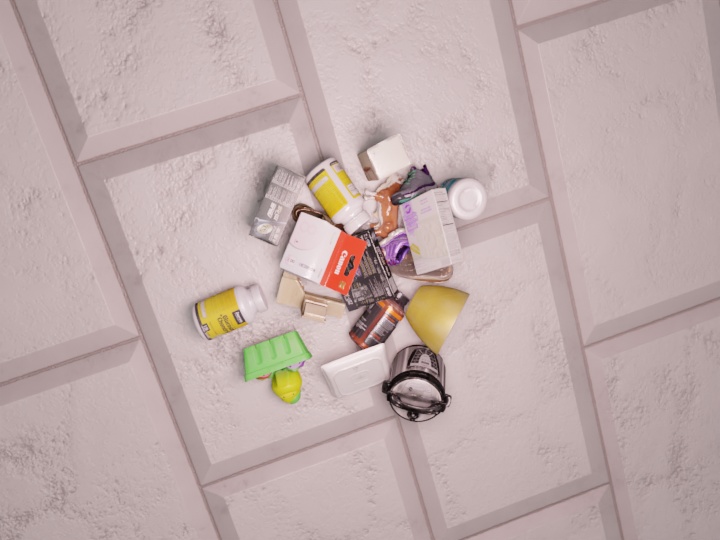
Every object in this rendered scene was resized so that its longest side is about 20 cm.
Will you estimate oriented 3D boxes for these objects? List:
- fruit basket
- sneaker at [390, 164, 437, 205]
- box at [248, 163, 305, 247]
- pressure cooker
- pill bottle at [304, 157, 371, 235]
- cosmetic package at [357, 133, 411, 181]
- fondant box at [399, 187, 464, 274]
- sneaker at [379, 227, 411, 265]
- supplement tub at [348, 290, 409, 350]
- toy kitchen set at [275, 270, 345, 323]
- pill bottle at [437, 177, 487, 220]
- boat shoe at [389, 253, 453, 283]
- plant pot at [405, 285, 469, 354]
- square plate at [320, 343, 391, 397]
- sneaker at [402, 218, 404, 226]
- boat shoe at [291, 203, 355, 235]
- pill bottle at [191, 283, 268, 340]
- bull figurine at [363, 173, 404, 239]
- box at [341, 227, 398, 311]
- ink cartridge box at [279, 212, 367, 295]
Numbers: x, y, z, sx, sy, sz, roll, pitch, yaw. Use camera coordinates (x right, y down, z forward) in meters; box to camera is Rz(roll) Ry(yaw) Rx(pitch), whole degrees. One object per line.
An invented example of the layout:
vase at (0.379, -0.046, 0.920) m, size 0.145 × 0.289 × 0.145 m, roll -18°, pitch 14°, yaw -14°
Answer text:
fruit basket at (-0.231, 0.299, 1.541) m, size 0.210 × 0.156 × 0.222 m, roll 0°, pitch 83°, yaw -2°
sneaker at (0.140, -0.246, 1.497) m, size 0.198 × 0.074 × 0.089 m, roll -25°, pitch 93°, yaw -47°
box at (-0.227, -0.181, 1.443) m, size 0.085 × 0.164 × 0.204 m, roll 23°, pitch 97°, yaw -11°
pressure cooker at (0.169, 0.342, 1.545) m, size 0.174 × 0.201 × 0.180 m, roll -29°, pitch 109°, yaw 24°
pill bottle at (-0.059, -0.203, 1.471) m, size 0.110 × 0.111 × 0.202 m, roll -36°, pitch 90°, yaw 0°
cosmetic package at (0.061, -0.305, 1.441) m, size 0.102 × 0.200 × 0.089 m, roll -26°, pitch 101°, yaw -2°
fondant box at (0.192, -0.104, 1.431) m, size 0.057 × 0.143 × 0.205 m, roll -11°, pitch 85°, yaw -36°
sneaker at (0.074, -0.039, 1.522) m, size 0.199 × 0.084 × 0.080 m, roll -39°, pitch 147°, yaw 20°
supplement tub at (0.061, 0.144, 1.564) m, size 0.106 × 0.107 × 0.201 m, roll 37°, pitch 92°, yaw -12°
toy kitchen set at (-0.126, 0.035, 1.493) m, size 0.195 × 0.163 × 0.185 m, roll 15°, pitch 97°, yaw -10°
pill bottle at (0.276, -0.205, 1.488) m, size 0.108 × 0.200 × 0.114 m, roll -1°, pitch 99°, yaw -8°
boat shoe at (0.177, 0.003, 1.554) m, size 0.195 × 0.072 × 0.077 m, roll 11°, pitch 71°, yaw 20°
plant pot at (0.216, 0.124, 1.556) m, size 0.140 × 0.200 × 0.203 m, roll 30°, pitch 95°, yaw 12°
square plate at (-0.006, 0.308, 1.564) m, size 0.196 × 0.029 × 0.200 m, roll -20°, pitch 141°, yaw -4°
sneaker at (0.209, -0.111, 1.561) m, size 0.200 × 0.080 × 0.089 m, roll 42°, pitch 87°, yaw -18°
boat shoe at (-0.108, -0.128, 1.514) m, size 0.196 × 0.072 × 0.077 m, roll 20°, pitch 97°, yaw -10°
pill bottle at (-0.369, 0.112, 1.499) m, size 0.196 × 0.112 × 0.114 m, roll -23°, pitch 102°, yaw -3°
bull figurine at (0.067, -0.188, 1.532) m, size 0.118 × 0.065 × 0.205 m, roll 1°, pitch 98°, yaw -5°
box at (0.000, 0.000, 1.503) m, size 0.158 × 0.043 × 0.204 m, roll -20°, pitch 99°, yaw 26°
ink cartridge box at (-0.101, -0.046, 1.427) m, size 0.196 × 0.057 × 0.166 m, roll 20°, pitch 81°, yaw 13°
